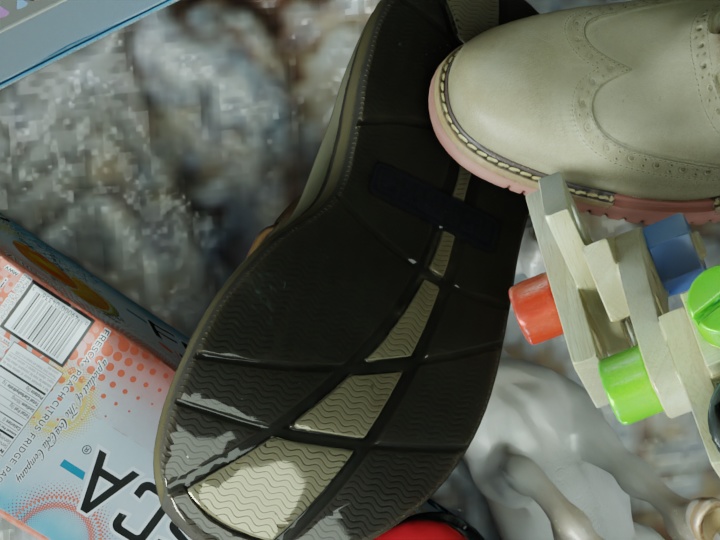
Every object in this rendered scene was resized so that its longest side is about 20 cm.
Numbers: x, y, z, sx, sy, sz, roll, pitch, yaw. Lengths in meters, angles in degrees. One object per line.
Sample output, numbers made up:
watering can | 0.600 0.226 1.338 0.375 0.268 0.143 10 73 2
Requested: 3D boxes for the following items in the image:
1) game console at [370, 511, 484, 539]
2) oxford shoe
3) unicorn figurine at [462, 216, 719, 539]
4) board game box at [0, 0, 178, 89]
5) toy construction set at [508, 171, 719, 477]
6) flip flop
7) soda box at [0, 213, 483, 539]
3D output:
game console | 0.003 0.170 0.823 0.200 0.119 0.172 -30 89 22
oxford shoe | 0.119 -0.060 0.772 0.200 0.074 0.071 -4 61 -7
unicorn figurine | 0.063 0.061 0.822 0.074 0.137 0.200 -23 124 -20
board game box | -0.121 -0.149 0.744 0.151 0.047 0.200 -27 110 -9
toy construction set | 0.123 -0.015 0.693 0.200 0.131 0.092 -29 153 23
flip flop | 0.000 0.000 0.782 0.081 0.058 0.200 30 56 -13
soda box | -0.048 0.062 0.808 0.200 0.068 0.064 35 95 -21
